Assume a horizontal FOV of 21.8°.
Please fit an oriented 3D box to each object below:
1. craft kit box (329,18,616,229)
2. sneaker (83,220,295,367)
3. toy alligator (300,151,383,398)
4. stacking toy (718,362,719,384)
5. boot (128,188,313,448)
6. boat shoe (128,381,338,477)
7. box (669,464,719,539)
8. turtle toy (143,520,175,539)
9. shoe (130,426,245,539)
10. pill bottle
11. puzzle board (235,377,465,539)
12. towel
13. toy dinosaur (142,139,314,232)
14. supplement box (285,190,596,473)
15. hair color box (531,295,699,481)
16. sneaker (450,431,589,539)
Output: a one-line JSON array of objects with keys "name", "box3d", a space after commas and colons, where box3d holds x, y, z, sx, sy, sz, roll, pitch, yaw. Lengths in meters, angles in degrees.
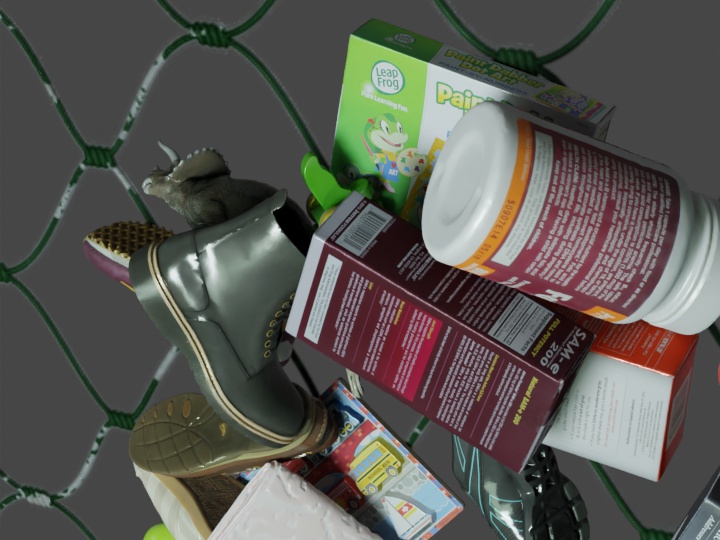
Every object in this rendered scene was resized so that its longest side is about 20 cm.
[{"name": "craft kit box", "box3d": [0.073, -0.063, 1.387, 0.199, 0.049, 0.198, 22, 121, 19]}, {"name": "sneaker", "box3d": [-0.147, 0.029, 1.544, 0.199, 0.075, 0.090, 23, 120, 19]}, {"name": "toy alligator", "box3d": [0.000, 0.000, 1.406, 0.054, 0.059, 0.201, -15, 112, -7]}, {"name": "stacking toy", "box3d": [0.335, 0.121, 1.312, 0.200, 0.085, 0.086, 39, 128, 11]}, {"name": "boot", "box3d": [-0.064, 0.041, 1.407, 0.138, 0.078, 0.200, -24, 124, 22]}, {"name": "boat shoe", "box3d": [-0.107, 0.142, 1.565, 0.199, 0.072, 0.068, -11, 151, 34]}, {"name": "box", "box3d": [0.304, 0.256, 1.383, 0.182, 0.104, 0.200, 32, 127, 10]}, {"name": "turtle toy", "box3d": [-0.123, 0.307, 1.661, 0.200, 0.101, 0.146, 47, 127, 1]}, {"name": "shoe", "box3d": [-0.133, 0.210, 1.622, 0.200, 0.070, 0.054, 45, 133, 29]}, {"name": "pill bottle", "box3d": [0.153, -0.031, 1.265, 0.199, 0.114, 0.114, 19, 130, -19]}, {"name": "puzzle board", "box3d": [-0.021, 0.200, 1.599, 0.151, 0.017, 0.200, 45, 129, 2]}, {"name": "towel", "box3d": [-0.058, 0.284, 1.553, 0.200, 0.032, 0.191, 39, 91, -23]}, {"name": "toy dinosaur", "box3d": [-0.086, -0.034, 1.467, 0.199, 0.103, 0.077, 22, 157, 2]}, {"name": "supplement box", "box3d": [0.053, 0.043, 1.302, 0.200, 0.061, 0.109, 32, 138, 11]}, {"name": "hair color box", "box3d": [0.137, 0.070, 1.355, 0.199, 0.061, 0.102, 18, 128, 20]}, {"name": "sneaker", "box3d": [0.123, 0.171, 1.476, 0.079, 0.075, 0.201, -3, 108, 46]}]
